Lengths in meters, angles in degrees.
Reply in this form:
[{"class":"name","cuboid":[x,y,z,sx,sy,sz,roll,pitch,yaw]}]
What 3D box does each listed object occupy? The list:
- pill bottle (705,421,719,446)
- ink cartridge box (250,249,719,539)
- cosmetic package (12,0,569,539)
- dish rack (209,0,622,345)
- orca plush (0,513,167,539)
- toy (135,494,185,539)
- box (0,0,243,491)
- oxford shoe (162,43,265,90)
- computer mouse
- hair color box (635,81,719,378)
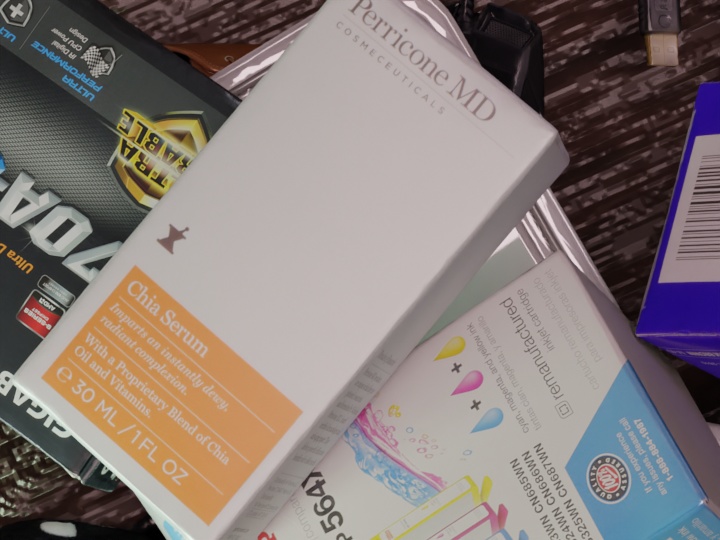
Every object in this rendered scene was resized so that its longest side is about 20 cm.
[{"class":"pill bottle","cuboid":[0.125,0.164,1.267,0.115,0.116,0.201,12,86,-1]},{"class":"ink cartridge box","cuboid":[0.046,0.115,1.162,0.200,0.125,0.129,-35,56,9]},{"class":"cosmetic package","cuboid":[-0.024,-0.001,1.112,0.101,0.071,0.200,39,90,10]},{"class":"dish rack","cuboid":[0.000,0.000,1.233,0.171,0.044,0.201,-31,94,4]},{"class":"orca plush","cuboid":[-0.078,0.172,1.279,0.200,0.071,0.105,45,85,1]},{"class":"toy","cuboid":[-0.123,0.027,1.249,0.047,0.115,0.200,-24,71,-35]},{"class":"box","cuboid":[-0.135,-0.033,1.199,0.200,0.046,0.159,35,89,16]},{"class":"oxford shoe","cuboid":[-0.042,-0.067,1.280,0.199,0.071,0.072,-2,73,8]},{"class":"computer mouse","cuboid":[0.073,-0.075,1.311,0.140,0.046,0.201,-1,76,16]},{"class":"hair color box","cuboid":[0.208,0.010,1.204,0.199,0.065,0.110,26,74,-35]}]
